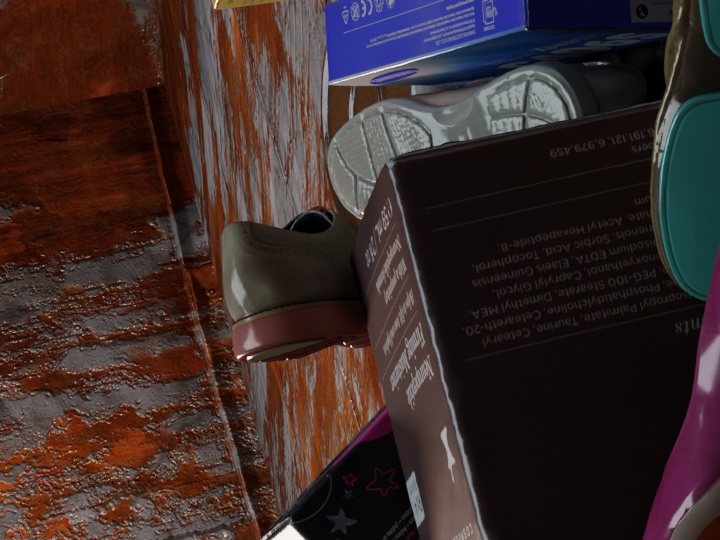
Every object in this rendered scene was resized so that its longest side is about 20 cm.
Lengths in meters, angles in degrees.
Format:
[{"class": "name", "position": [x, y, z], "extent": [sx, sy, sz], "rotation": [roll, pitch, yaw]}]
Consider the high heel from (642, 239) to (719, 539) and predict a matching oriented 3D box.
[{"class": "high heel", "position": [0.149, 0.040, 0.816], "extent": [0.201, 0.067, 0.096], "rotation": [-61, 37, 24]}]

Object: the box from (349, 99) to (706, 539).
[{"class": "box", "position": [0.102, 0.049, 0.942], "extent": [0.166, 0.163, 0.202], "rotation": [111, 146, -73]}]

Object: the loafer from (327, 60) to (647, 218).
[{"class": "loafer", "position": [0.063, -0.065, 1.055], "extent": [0.199, 0.063, 0.072], "rotation": [-13, 96, 53]}]

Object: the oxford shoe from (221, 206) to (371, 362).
[{"class": "oxford shoe", "position": [0.000, 0.000, 1.079], "extent": [0.200, 0.070, 0.075], "rotation": [-4, -104, -60]}]

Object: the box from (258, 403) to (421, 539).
[{"class": "box", "position": [0.055, 0.109, 1.087], "extent": [0.115, 0.200, 0.132], "rotation": [44, 160, 2]}]

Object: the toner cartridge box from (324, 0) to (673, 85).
[{"class": "toner cartridge box", "position": [0.067, -0.121, 0.994], "extent": [0.200, 0.094, 0.044], "rotation": [-5, 87, 64]}]

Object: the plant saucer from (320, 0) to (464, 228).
[{"class": "plant saucer", "position": [0.015, -0.091, 1.198], "extent": [0.200, 0.032, 0.202], "rotation": [177, 90, -71]}]

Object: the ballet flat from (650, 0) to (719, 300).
[{"class": "ballet flat", "position": [0.149, -0.088, 0.837], "extent": [0.072, 0.067, 0.201], "rotation": [-77, -17, -60]}]

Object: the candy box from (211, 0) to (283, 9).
[{"class": "candy box", "position": [0.013, -0.207, 1.057], "extent": [0.056, 0.198, 0.118], "rotation": [129, 129, -68]}]

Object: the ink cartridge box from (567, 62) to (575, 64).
[{"class": "ink cartridge box", "position": [0.062, -0.099, 1.173], "extent": [0.198, 0.047, 0.202], "rotation": [142, 125, -66]}]

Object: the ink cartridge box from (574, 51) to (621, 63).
[{"class": "ink cartridge box", "position": [0.115, -0.072, 1.160], "extent": [0.200, 0.050, 0.163], "rotation": [121, 141, -50]}]
